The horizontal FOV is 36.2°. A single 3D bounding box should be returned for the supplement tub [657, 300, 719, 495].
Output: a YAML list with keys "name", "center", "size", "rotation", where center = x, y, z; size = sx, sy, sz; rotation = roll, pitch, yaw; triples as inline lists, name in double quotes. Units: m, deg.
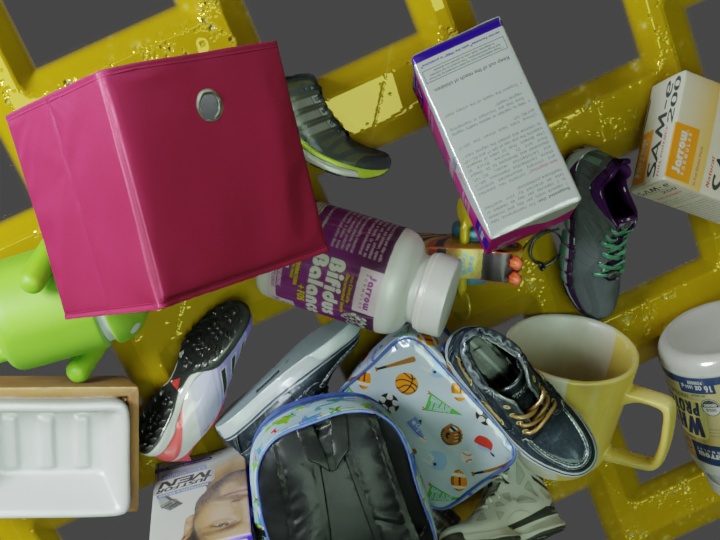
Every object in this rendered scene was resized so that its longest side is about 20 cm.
- name: "supplement tub"
  center: [0.438, 0.151, 1.278]
  size: [0.143, 0.145, 0.202]
  rotation: [-24, 110, -1]

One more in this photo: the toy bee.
- name: "toy bee"
  center: [0.132, -0.020, 1.194]
  size: [0.198, 0.109, 0.132]
  rotation: [-21, 108, -2]

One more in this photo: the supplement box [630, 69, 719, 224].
- name: "supplement box"
  center: [0.406, -0.120, 1.201]
  size: [0.198, 0.073, 0.128]
  rotation: [17, 80, -14]

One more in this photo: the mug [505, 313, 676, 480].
- name: "mug"
  center: [0.238, 0.160, 1.238]
  size: [0.148, 0.187, 0.155]
  rotation: [-10, 119, -25]

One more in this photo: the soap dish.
- name: "soap dish"
  center: [-0.339, 0.187, 1.192]
  size: [0.197, 0.081, 0.159]
  rotation: [0, 113, -10]

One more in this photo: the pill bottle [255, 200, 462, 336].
- name: "pill bottle"
  center: [0.000, 0.000, 1.142]
  size: [0.198, 0.112, 0.114]
  rotation: [17, 106, 12]

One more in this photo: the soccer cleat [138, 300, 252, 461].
- name: "soccer cleat"
  center: [-0.172, 0.124, 1.222]
  size: [0.073, 0.068, 0.201]
  rotation: [29, 96, -43]

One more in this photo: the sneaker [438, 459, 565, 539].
- name: "sneaker"
  center: [0.147, 0.266, 1.276]
  size: [0.199, 0.116, 0.075]
  rotation: [1, 150, -45]

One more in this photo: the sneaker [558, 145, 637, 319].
- name: "sneaker"
  center: [0.267, -0.033, 1.214]
  size: [0.074, 0.087, 0.202]
  rotation: [-18, 111, -21]

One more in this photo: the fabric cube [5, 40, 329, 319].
- name: "fabric cube"
  center: [-0.178, -0.081, 1.019]
  size: [0.195, 0.199, 0.202]
  rotation: [-19, 97, -40]

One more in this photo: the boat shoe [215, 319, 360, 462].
- name: "boat shoe"
  center: [-0.060, 0.141, 1.229]
  size: [0.200, 0.071, 0.091]
  rotation: [-40, 103, 5]

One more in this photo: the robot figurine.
- name: "robot figurine"
  center: [-0.306, 0.031, 1.133]
  size: [0.198, 0.116, 0.177]
  rotation: [-15, 137, -5]

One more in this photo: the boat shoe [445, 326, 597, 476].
- name: "boat shoe"
  center: [0.166, 0.136, 1.111]
  size: [0.200, 0.091, 0.071]
  rotation: [43, 85, 0]

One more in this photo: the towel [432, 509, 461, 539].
- name: "towel"
  center: [0.004, 0.290, 1.285]
  size: [0.199, 0.086, 0.166]
  rotation: [37, 100, -18]

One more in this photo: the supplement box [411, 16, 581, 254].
- name: "supplement box"
  center: [0.134, -0.132, 1.117]
  size: [0.102, 0.101, 0.202]
  rotation: [-24, 80, 0]

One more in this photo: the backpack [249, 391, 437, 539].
- name: "backpack"
  center: [-0.026, 0.230, 1.143]
  size: [0.181, 0.147, 0.202]
  rotation: [-15, 103, -5]

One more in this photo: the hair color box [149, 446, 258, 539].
- name: "hair color box"
  center: [-0.166, 0.268, 1.188]
  size: [0.108, 0.200, 0.066]
  rotation: [-13, 110, -5]

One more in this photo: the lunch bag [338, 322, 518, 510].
- name: "lunch bag"
  center: [0.085, 0.158, 1.218]
  size: [0.200, 0.076, 0.160]
  rotation: [46, 119, -2]

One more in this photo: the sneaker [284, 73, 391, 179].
- name: "sneaker"
  center: [-0.051, -0.157, 1.140]
  size: [0.198, 0.074, 0.082]
  rotation: [25, 100, -17]
